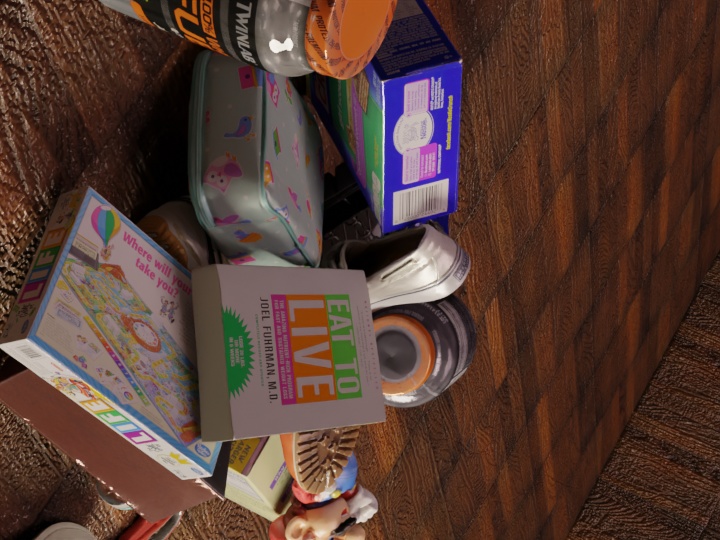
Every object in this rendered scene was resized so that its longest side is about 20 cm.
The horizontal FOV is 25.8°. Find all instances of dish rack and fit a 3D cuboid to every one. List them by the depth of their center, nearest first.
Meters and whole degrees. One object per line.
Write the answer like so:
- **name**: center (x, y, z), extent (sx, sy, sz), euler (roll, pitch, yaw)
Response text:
- **dish rack**: center (-0.005, -0.021, 1.488), extent (0.153, 0.055, 0.200), euler (-30, 141, 17)

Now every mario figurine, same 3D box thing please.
- **mario figurine**: center (-0.016, 0.207, 1.503), extent (0.123, 0.106, 0.201), euler (3, 105, -31)

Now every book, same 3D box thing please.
- **book**: center (-0.059, 0.064, 1.262), extent (0.200, 0.048, 0.134), euler (1, 83, -56)

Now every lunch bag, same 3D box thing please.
- **lunch bag**: center (-0.084, -0.088, 1.299), extent (0.200, 0.077, 0.161), euler (60, 26, -67)

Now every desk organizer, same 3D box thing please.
- **desk organizer**: center (-0.193, 0.111, 1.235), extent (0.200, 0.077, 0.072), euler (47, 31, -33)

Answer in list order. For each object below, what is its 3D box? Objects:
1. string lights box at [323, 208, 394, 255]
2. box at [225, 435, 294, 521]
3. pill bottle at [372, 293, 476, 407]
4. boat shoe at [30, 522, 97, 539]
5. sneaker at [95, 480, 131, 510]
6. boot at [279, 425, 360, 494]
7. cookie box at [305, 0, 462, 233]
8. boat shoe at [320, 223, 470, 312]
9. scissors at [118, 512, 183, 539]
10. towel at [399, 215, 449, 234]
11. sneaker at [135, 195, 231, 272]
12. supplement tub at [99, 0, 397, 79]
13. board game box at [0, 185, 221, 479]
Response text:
- **string lights box**: center (-0.002, 0.007, 1.665), extent (0.103, 0.059, 0.200), euler (-56, 156, -26)
- **box**: center (-0.083, 0.140, 1.560), extent (0.176, 0.096, 0.200), euler (-60, 158, -16)
- **pill bottle**: center (0.047, 0.071, 1.480), extent (0.200, 0.106, 0.107), euler (-11, 123, -78)
- **boat shoe**: center (-0.277, 0.262, 1.308), extent (0.062, 0.073, 0.200), euler (-27, 176, 18)
- **sneaker**: center (-0.161, 0.133, 1.404), extent (0.200, 0.071, 0.080), euler (-60, 153, -20)
- **boot**: center (-0.060, 0.098, 1.406), extent (0.075, 0.107, 0.201), euler (-17, 110, -43)
- **cookie box**: center (0.015, -0.164, 1.347), extent (0.075, 0.200, 0.172), euler (-15, 137, -13)
- **boat shoe**: center (0.000, 0.000, 1.387), extent (0.070, 0.199, 0.071), euler (44, 51, -32)
- **scissors**: center (-0.225, 0.267, 1.466), extent (0.200, 0.014, 0.073), euler (-46, 152, -46)
- **towel**: center (0.068, -0.089, 1.643), extent (0.148, 0.049, 0.201), euler (-70, 160, -68)
- **sneaker**: center (-0.128, 0.031, 1.323), extent (0.088, 0.075, 0.201), euler (-51, 136, -51)
- **supplement tub**: center (-0.081, -0.208, 1.072), extent (0.123, 0.199, 0.123), euler (-48, 152, -37)
- **board game box**: center (-0.168, 0.050, 1.180), extent (0.200, 0.034, 0.135), euler (44, 49, -36)
